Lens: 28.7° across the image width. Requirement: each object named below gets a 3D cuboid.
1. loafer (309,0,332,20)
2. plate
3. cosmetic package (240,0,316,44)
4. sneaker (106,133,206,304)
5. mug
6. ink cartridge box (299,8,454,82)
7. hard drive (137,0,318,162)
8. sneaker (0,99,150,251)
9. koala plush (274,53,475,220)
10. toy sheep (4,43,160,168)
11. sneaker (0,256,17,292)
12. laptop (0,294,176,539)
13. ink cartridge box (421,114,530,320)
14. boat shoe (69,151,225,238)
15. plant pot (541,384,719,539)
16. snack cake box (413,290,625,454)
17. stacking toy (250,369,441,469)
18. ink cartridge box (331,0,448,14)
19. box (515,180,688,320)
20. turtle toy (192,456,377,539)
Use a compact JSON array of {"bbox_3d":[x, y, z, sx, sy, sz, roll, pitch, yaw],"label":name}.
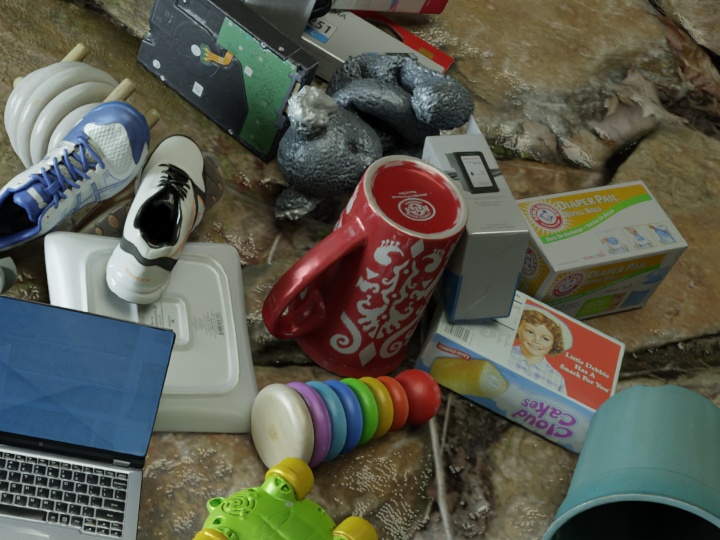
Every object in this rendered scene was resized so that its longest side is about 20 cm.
[{"bbox_3d":[-0.130,-0.313,1.645,0.199,0.071,0.068,-20,37,-11],"label":"loafer"},{"bbox_3d":[-0.189,0.053,1.313,0.198,0.032,0.201,4,61,-28],"label":"plate"},{"bbox_3d":[-0.106,-0.284,1.572,0.082,0.201,0.051,0,51,-26],"label":"cosmetic package"},{"bbox_3d":[-0.179,-0.061,1.319,0.073,0.080,0.201,20,46,-13],"label":"sneaker"},{"bbox_3d":[0.010,0.006,1.367,0.133,0.201,0.178,36,44,8],"label":"mug"},{"bbox_3d":[0.012,-0.283,1.741,0.199,0.045,0.177,31,45,2],"label":"ink cartridge box"},{"bbox_3d":[-0.148,-0.231,1.548,0.200,0.140,0.038,38,45,12],"label":"hard drive"},{"bbox_3d":[-0.276,-0.078,1.307,0.075,0.200,0.088,48,24,-7],"label":"sneaker"},{"bbox_3d":[-0.014,-0.137,1.519,0.183,0.178,0.199,36,43,28],"label":"koala plush"},{"bbox_3d":[-0.290,-0.149,1.414,0.137,0.139,0.200,-16,37,-35],"label":"toy sheep"},{"bbox_3d":[-0.418,-0.023,1.275,0.199,0.074,0.089,30,42,3],"label":"sneaker"},{"bbox_3d":[-0.263,0.144,1.170,0.186,0.116,0.201,12,46,-15],"label":"laptop"},{"bbox_3d":[0.104,-0.059,1.445,0.067,0.117,0.201,-3,42,-14],"label":"ink cartridge box"},{"bbox_3d":[-0.225,-0.057,1.412,0.071,0.076,0.200,18,42,41],"label":"boat shoe"},{"bbox_3d":[0.275,0.223,1.319,0.199,0.201,0.197,26,36,-2],"label":"plant pot"},{"bbox_3d":[0.167,0.090,1.461,0.199,0.067,0.115,27,42,-1],"label":"snack cake box"},{"bbox_3d":[-0.002,0.136,1.336,0.199,0.086,0.086,-8,54,-38],"label":"stacking toy"},{"bbox_3d":[0.012,-0.402,1.787,0.199,0.086,0.148,-6,46,-45],"label":"ink cartridge box"},{"bbox_3d":[0.244,-0.017,1.564,0.198,0.113,0.102,-10,55,-31],"label":"box"},{"bbox_3d":[-0.057,0.263,1.171,0.200,0.101,0.146,41,45,13],"label":"turtle toy"}]
